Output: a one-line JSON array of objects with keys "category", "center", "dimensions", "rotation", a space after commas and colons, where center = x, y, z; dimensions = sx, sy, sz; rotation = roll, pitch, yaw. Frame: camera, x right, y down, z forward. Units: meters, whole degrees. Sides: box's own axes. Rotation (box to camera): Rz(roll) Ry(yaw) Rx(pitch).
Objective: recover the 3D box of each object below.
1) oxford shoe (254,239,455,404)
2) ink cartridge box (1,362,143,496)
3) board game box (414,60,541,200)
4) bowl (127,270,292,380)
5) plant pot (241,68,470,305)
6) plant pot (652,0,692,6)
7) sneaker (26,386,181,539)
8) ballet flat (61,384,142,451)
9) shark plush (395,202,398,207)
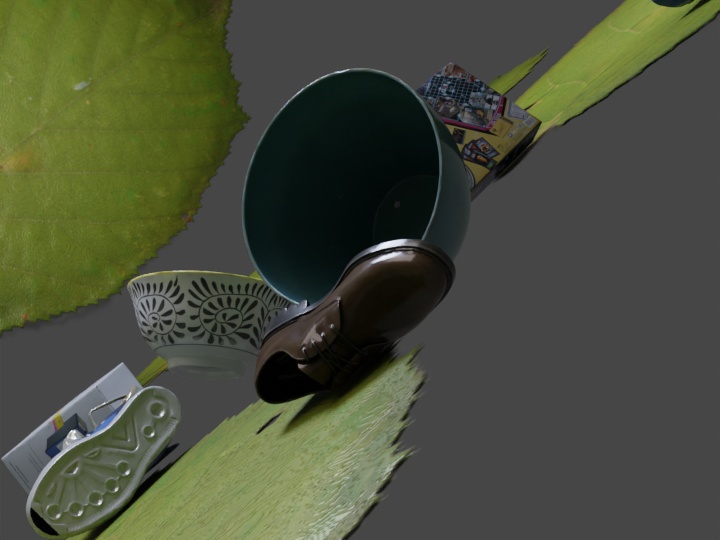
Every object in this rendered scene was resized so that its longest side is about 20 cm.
[{"category": "oxford shoe", "center": [-0.006, 0.048, 0.914], "dimensions": [0.199, 0.073, 0.085], "rotation": [-38, 20, 36]}, {"category": "ink cartridge box", "center": [-0.434, 0.246, 1.902], "dimensions": [0.199, 0.088, 0.145], "rotation": [-35, 5, 12]}, {"category": "board game box", "center": [0.101, -0.149, 1.390], "dimensions": [0.200, 0.135, 0.035], "rotation": [-42, -17, -41]}, {"category": "bowl", "center": [-0.174, 0.072, 1.418], "dimensions": [0.198, 0.096, 0.201], "rotation": [2, -17, 1]}, {"category": "plant pot", "center": [0.016, -0.053, 1.051], "dimensions": [0.199, 0.202, 0.134], "rotation": [-36, -30, 21]}, {"category": "plant pot", "center": [0.412, -0.446, 1.479], "dimensions": [0.200, 0.180, 0.199], "rotation": [-42, 7, -33]}, {"category": "sneaker", "center": [-0.265, 0.207, 1.226], "dimensions": [0.200, 0.081, 0.146], "rotation": [-47, 2, -39]}, {"category": "ballet flat", "center": [-0.366, 0.231, 1.691], "dimensions": [0.200, 0.070, 0.069], "rotation": [-42, 7, -27]}, {"category": "shark plush", "center": [-0.002, -0.092, 1.392], "dimensions": [0.090, 0.203, 0.083], "rotation": [-8, -17, -23]}]
